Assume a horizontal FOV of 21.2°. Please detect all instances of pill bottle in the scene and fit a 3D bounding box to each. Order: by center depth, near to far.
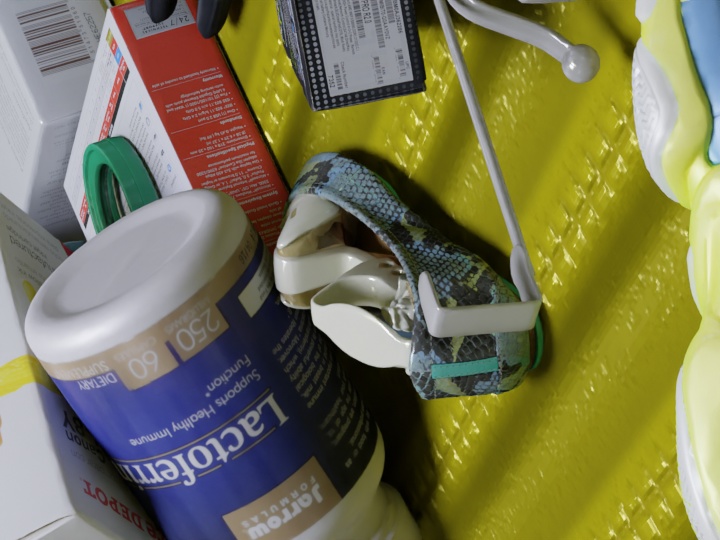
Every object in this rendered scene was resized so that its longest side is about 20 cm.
[{"bbox_3d":[-0.058,0.072,0.900,0.201,0.116,0.116,58,162,-22],"label":"pill bottle"}]

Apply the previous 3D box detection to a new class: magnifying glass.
[{"bbox_3d":[-0.101,0.021,1.009,0.201,0.022,0.080,66,156,18],"label":"magnifying glass"}]

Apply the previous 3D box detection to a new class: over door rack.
[{"bbox_3d":[0.059,-0.097,0.586,0.148,0.066,0.201,101,173,-48],"label":"over door rack"}]

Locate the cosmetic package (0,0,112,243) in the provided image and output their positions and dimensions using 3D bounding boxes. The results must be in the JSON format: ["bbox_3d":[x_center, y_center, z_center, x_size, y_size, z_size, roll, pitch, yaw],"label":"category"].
[{"bbox_3d":[-0.194,-0.091,1.193,0.102,0.074,0.200,65,157,17],"label":"cosmetic package"}]

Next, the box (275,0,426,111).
[{"bbox_3d":[-0.022,-0.173,0.723,0.160,0.044,0.202,-111,10,-75],"label":"box"}]

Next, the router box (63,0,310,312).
[{"bbox_3d":[-0.098,-0.023,1.055,0.180,0.049,0.200,64,155,17],"label":"router box"}]

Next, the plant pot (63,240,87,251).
[{"bbox_3d":[-0.184,0.065,1.166,0.134,0.199,0.201,-39,68,37],"label":"plant pot"}]

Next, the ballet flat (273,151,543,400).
[{"bbox_3d":[0.000,0.000,0.834,0.200,0.074,0.075,33,135,56],"label":"ballet flat"}]

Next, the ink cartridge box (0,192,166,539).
[{"bbox_3d":[-0.159,0.080,0.950,0.145,0.083,0.201,47,-163,-54],"label":"ink cartridge box"}]

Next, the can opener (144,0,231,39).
[{"bbox_3d":[-0.072,-0.183,0.893,0.063,0.079,0.201,20,140,12],"label":"can opener"}]

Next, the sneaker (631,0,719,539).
[{"bbox_3d":[0.139,-0.015,0.541,0.104,0.076,0.202,-9,85,33],"label":"sneaker"}]
